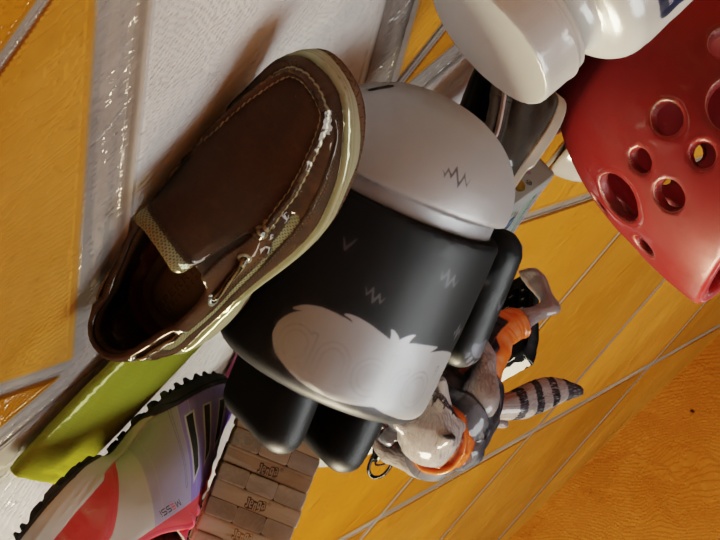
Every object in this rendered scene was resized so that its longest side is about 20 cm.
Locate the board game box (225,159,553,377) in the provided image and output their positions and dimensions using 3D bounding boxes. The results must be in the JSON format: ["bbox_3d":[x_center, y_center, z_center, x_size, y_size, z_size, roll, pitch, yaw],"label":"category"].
[{"bbox_3d":[0.017,0.005,1.553,0.200,0.064,0.148,-35,164,-37],"label":"board game box"}]

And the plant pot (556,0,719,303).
[{"bbox_3d":[0.216,-0.112,1.567,0.200,0.182,0.201,-42,167,-12],"label":"plant pot"}]

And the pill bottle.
[{"bbox_3d":[0.132,-0.179,1.244,0.200,0.111,0.111,-43,167,-16],"label":"pill bottle"}]

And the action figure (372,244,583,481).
[{"bbox_3d":[0.080,0.065,1.580,0.200,0.104,0.193,-54,170,31],"label":"action figure"}]

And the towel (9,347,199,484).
[{"bbox_3d":[-0.111,0.039,1.350,0.200,0.018,0.086,-47,164,2],"label":"towel"}]

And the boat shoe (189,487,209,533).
[{"bbox_3d":[-0.145,0.234,1.737,0.200,0.060,0.074,-53,165,29],"label":"boat shoe"}]

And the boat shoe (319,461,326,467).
[{"bbox_3d":[0.017,0.048,1.692,0.200,0.071,0.064,-50,171,-25],"label":"boat shoe"}]

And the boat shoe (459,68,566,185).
[{"bbox_3d":[0.051,-0.038,1.443,0.067,0.057,0.201,-6,-130,59],"label":"boat shoe"}]

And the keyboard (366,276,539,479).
[{"bbox_3d":[0.045,0.075,1.751,0.199,0.039,0.105,-33,-138,36],"label":"keyboard"}]

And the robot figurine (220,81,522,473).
[{"bbox_3d":[0.000,0.000,1.290,0.201,0.124,0.150,-66,161,9],"label":"robot figurine"}]

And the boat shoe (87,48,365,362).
[{"bbox_3d":[-0.068,-0.021,1.172,0.075,0.075,0.203,-23,155,-47],"label":"boat shoe"}]

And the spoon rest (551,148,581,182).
[{"bbox_3d":[0.220,-0.133,1.840,0.200,0.061,0.099,-37,171,25],"label":"spoon rest"}]

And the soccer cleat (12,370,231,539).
[{"bbox_3d":[-0.114,0.122,1.371,0.068,0.073,0.200,-49,176,32],"label":"soccer cleat"}]

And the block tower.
[{"bbox_3d":[-0.038,0.069,1.401,0.058,0.054,0.201,165,-54,-84],"label":"block tower"}]
